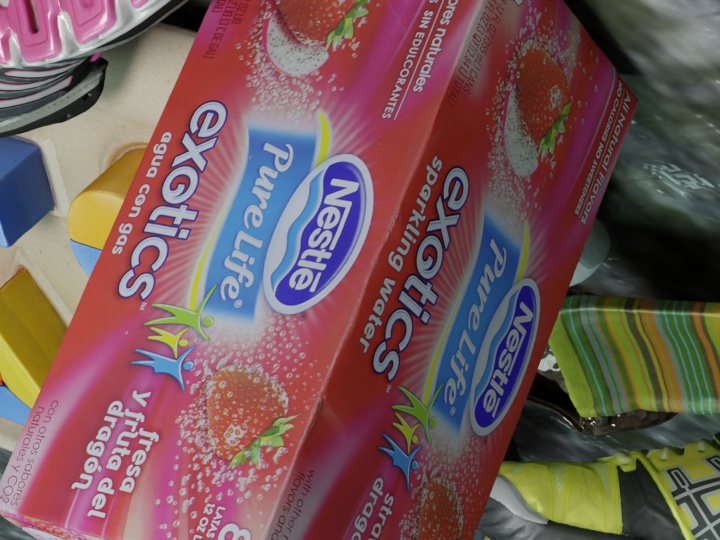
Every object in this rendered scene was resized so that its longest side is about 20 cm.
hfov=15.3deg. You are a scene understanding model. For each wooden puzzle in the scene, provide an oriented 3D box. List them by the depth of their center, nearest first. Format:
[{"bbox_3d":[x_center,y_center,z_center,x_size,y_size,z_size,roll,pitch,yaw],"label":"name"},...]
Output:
[{"bbox_3d":[-0.094,0.004,0.925,0.185,0.046,0.200,18,131,32],"label":"wooden puzzle"}]

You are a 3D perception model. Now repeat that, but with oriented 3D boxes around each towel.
[{"bbox_3d":[0.164,0.036,0.916,0.200,0.018,0.086,4,158,19],"label":"towel"}]

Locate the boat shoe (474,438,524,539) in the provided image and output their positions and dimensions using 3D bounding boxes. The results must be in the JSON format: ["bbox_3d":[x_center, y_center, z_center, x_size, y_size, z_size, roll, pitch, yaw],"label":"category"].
[{"bbox_3d":[-0.029,0.060,1.057,0.200,0.075,0.062,13,151,6],"label":"boat shoe"}]

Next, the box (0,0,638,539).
[{"bbox_3d":[-0.008,0.006,0.771,0.095,0.200,0.100,10,159,35],"label":"box"}]

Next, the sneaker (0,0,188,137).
[{"bbox_3d":[-0.100,-0.087,0.818,0.200,0.074,0.087,-23,172,39],"label":"sneaker"}]

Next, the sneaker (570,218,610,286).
[{"bbox_3d":[0.000,0.000,0.943,0.200,0.080,0.070,2,152,41],"label":"sneaker"}]

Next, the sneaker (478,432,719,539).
[{"bbox_3d":[0.138,0.086,0.999,0.200,0.077,0.075,7,174,2],"label":"sneaker"}]

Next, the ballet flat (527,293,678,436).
[{"bbox_3d":[0.028,0.022,1.025,0.200,0.046,0.067,17,161,13],"label":"ballet flat"}]
